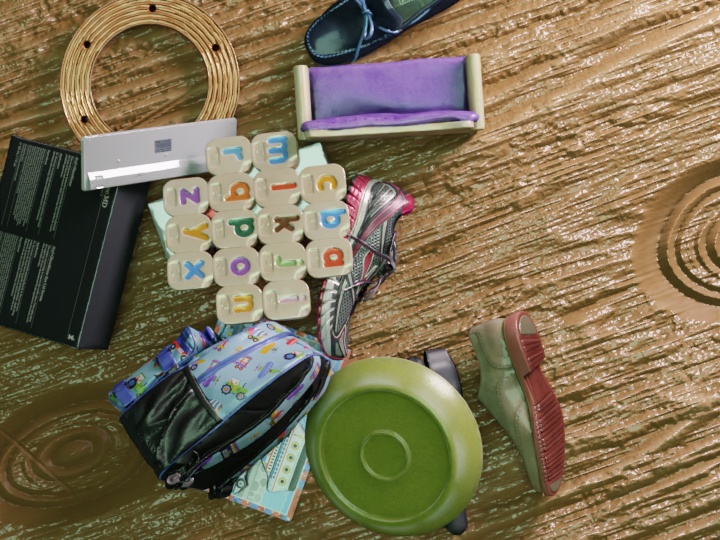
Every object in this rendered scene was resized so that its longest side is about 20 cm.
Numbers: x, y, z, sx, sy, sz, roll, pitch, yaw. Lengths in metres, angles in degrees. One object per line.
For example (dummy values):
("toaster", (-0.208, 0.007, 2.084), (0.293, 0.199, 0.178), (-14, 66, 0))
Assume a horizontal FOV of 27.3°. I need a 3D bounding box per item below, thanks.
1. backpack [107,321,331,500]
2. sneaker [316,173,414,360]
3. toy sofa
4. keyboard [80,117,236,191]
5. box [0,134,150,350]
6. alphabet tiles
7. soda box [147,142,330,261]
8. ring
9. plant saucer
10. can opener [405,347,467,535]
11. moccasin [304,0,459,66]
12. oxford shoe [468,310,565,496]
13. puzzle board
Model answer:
("backpack", (-0.134, 0.125, 1.523), (0.200, 0.183, 0.135), (-40, 73, 2))
("sneaker", (0.000, 0.000, 1.585), (0.074, 0.081, 0.201), (16, 90, 0))
("toy sofa", (0.030, -0.183, 1.577), (0.199, 0.098, 0.083), (-3, 89, 3))
("keyboard", (-0.208, -0.124, 1.556), (0.011, 0.199, 0.057), (11, 107, 45))
("box", (-0.321, -0.029, 1.586), (0.141, 0.079, 0.201), (15, 91, 19))
("alphabet tiles", (-0.108, -0.044, 1.546), (0.195, 0.015, 0.201), (-6, 77, 5))
("soda box", (-0.123, -0.072, 1.599), (0.199, 0.064, 0.068), (-20, 88, 2))
("ring", (-0.231, -0.204, 1.627), (0.199, 0.019, 0.201), (0, 89, 1))
("plant saucer", (0.029, 0.192, 1.562), (0.199, 0.031, 0.201), (4, 104, 18))
("can opener", (0.082, 0.186, 1.588), (0.078, 0.063, 0.201), (-12, 89, 2))
("moccasin", (0.026, -0.290, 1.592), (0.200, 0.068, 0.081), (-32, 88, 2))
("oxford shoe", (0.169, 0.146, 1.594), (0.075, 0.070, 0.201), (-13, 90, 29))
("puzzle board", (-0.113, 0.156, 1.620), (0.150, 0.017, 0.201), (20, 91, 3))
